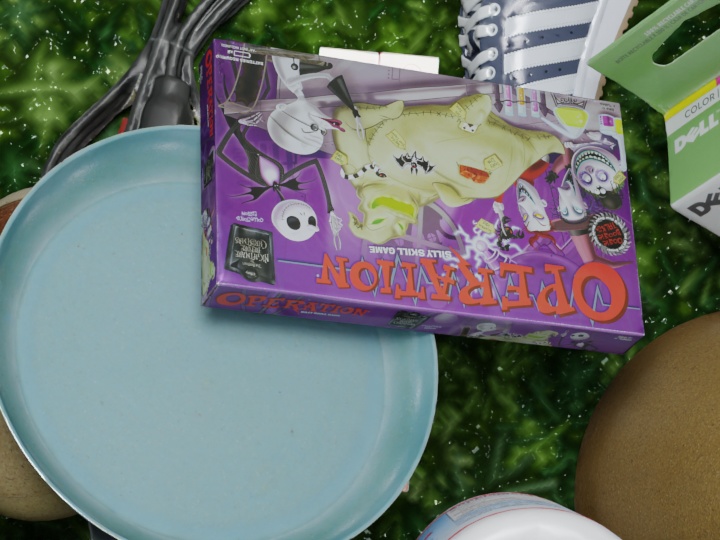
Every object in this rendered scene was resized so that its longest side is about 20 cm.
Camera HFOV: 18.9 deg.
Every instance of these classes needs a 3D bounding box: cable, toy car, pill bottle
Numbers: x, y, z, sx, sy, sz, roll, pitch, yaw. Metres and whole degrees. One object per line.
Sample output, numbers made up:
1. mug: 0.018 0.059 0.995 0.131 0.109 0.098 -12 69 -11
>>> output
1. cable: -0.096 -0.090 1.073 0.096 0.050 0.202 8 74 16
2. toy car: -0.133 0.074 0.955 0.163 0.201 0.159 -8 126 4
3. pill bottle: 0.070 0.156 0.973 0.108 0.200 0.110 0 86 -2

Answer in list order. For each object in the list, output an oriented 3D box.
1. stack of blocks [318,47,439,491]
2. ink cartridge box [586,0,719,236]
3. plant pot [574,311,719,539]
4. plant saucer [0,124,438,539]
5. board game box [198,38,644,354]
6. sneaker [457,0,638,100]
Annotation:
1. stack of blocks: 0.000 0.000 1.023 0.058 0.115 0.202 5 86 -1
2. ink cartridge box: 0.210 -0.055 0.993 0.199 0.104 0.060 28 48 -29
3. plant pot: 0.203 0.107 0.981 0.184 0.200 0.188 0 87 -3
4. plant saucer: -0.063 0.033 0.912 0.198 0.027 0.202 9 63 -18
5. board game box: 0.027 -0.031 0.951 0.198 0.032 0.121 7 67 -20
6. sneaker: 0.065 -0.111 1.042 0.108 0.070 0.202 25 79 -18
